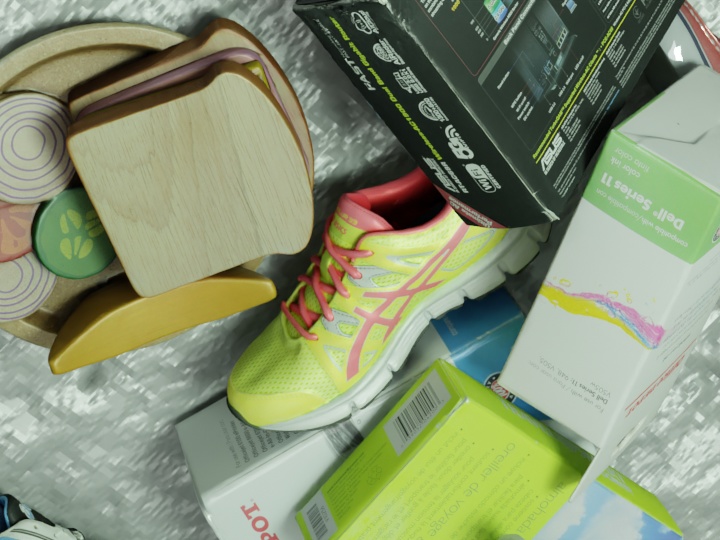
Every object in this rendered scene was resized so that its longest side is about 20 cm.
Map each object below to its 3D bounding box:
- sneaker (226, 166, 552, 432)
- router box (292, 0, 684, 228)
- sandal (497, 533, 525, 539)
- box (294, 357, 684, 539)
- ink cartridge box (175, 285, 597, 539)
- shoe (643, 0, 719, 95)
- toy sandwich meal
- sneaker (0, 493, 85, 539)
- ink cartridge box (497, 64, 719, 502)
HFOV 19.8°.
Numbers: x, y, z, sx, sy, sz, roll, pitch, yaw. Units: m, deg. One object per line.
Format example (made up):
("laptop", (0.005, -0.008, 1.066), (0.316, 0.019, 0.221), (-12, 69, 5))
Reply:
("sneaker", (0.000, 0.000, 1.071), (0.200, 0.078, 0.090), (-42, 130, 0))
("router box", (0.075, -0.142, 0.987), (0.150, 0.062, 0.200), (50, 57, -30))
("sandal", (0.117, 0.204, 1.082), (0.059, 0.079, 0.207), (-21, 134, -5))
("box", (0.079, 0.143, 1.102), (0.200, 0.048, 0.122), (34, 105, -32))
("ink cartridge box", (0.020, 0.107, 1.143), (0.200, 0.084, 0.145), (-30, 122, -1))
("shoe", (0.220, -0.093, 1.112), (0.091, 0.071, 0.200), (-36, 126, 2))
("toy sandwich meal", (-0.117, -0.033, 1.041), (0.205, 0.070, 0.205), (-7, 117, -13))
("sneaker", (-0.167, 0.163, 1.131), (0.200, 0.072, 0.073), (11, 85, -28))
("ink cartridge box", (0.139, 0.008, 1.041), (0.067, 0.117, 0.200), (33, 125, 17))
